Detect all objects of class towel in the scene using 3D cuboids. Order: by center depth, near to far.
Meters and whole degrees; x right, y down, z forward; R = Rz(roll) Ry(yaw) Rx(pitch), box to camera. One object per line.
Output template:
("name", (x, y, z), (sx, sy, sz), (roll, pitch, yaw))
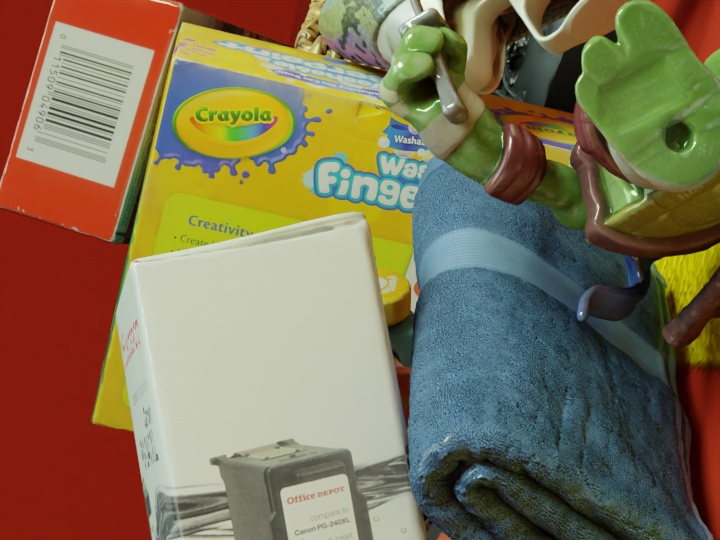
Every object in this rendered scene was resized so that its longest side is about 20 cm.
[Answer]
("towel", (0.066, 0.033, 0.835), (0.049, 0.112, 0.200), (-44, 21, 26))

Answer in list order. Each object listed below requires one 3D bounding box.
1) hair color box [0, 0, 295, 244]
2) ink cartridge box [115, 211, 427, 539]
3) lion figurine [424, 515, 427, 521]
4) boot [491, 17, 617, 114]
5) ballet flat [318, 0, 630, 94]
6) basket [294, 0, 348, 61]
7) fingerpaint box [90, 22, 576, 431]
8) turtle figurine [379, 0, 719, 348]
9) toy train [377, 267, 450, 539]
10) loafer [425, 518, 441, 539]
("hair color box", (-0.096, -0.071, 1.157), (0.200, 0.064, 0.111), (-3, -70, -78))
("ink cartridge box", (-0.028, 0.093, 0.839), (0.145, 0.083, 0.200), (135, 125, -79))
("lion figurine", (0.030, 0.079, 1.292), (0.122, 0.072, 0.200), (-136, 43, -71))
("boot", (0.097, -0.148, 1.136), (0.165, 0.066, 0.200), (-93, 12, -72))
("ballet flat", (0.063, -0.113, 0.979), (0.200, 0.069, 0.071), (-24, 55, 31))
("basket", (-0.005, -0.092, 1.208), (0.143, 0.149, 0.200), (50, -131, -50))
("fingerpaint box", (0.000, 0.000, 1.053), (0.073, 0.200, 0.167), (-96, 18, -72))
("turtle figurine", (0.084, -0.081, 0.755), (0.194, 0.144, 0.200), (169, 110, -80))
("toy train", (0.021, 0.087, 0.980), (0.150, 0.200, 0.056), (-54, 35, 7))
("loafer", (-0.016, 0.179, 1.149), (0.200, 0.070, 0.070), (-46, -18, -33))
